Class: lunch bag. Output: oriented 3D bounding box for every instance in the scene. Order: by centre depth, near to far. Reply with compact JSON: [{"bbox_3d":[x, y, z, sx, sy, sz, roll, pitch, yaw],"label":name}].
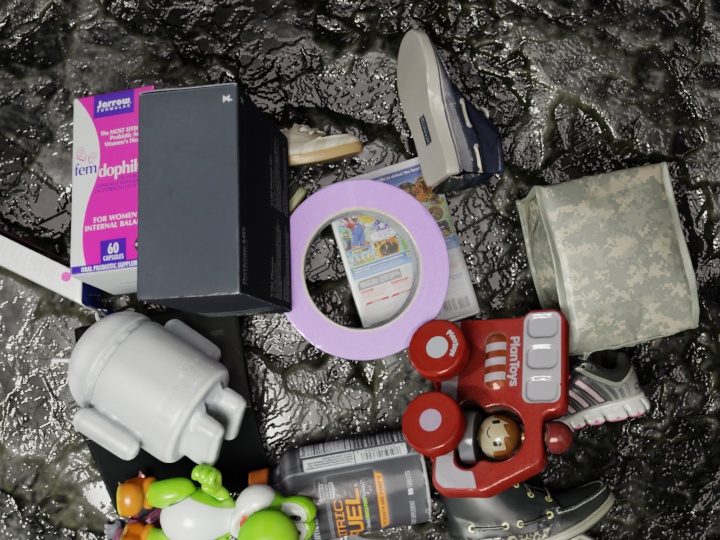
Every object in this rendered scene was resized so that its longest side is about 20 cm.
[{"bbox_3d":[0.287,-0.007,1.008,0.162,0.118,0.202,-11,84,-4],"label":"lunch bag"}]

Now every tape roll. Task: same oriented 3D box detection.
[{"bbox_3d":[0.000,0.000,0.998,0.198,0.066,0.203,0,87,-4],"label":"tape roll"}]

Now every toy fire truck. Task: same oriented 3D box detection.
[{"bbox_3d":[0.143,0.140,0.933,0.166,0.112,0.202,-6,60,23],"label":"toy fire truck"}]

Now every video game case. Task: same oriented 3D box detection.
[{"bbox_3d":[0.048,-0.024,1.043,0.142,0.018,0.202,-17,89,-4],"label":"video game case"}]

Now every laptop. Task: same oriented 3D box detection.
[{"bbox_3d":[-0.212,0.158,1.000,0.185,0.116,0.202,-11,72,-4],"label":"laptop"}]

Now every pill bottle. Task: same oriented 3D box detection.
[{"bbox_3d":[-0.025,0.246,0.982,0.198,0.106,0.108,-9,88,-3],"label":"pill bottle"}]

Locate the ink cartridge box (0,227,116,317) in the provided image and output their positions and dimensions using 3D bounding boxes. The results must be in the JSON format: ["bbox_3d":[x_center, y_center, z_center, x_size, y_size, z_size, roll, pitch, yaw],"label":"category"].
[{"bbox_3d":[-0.357,-0.003,0.978,0.199,0.095,0.037,29,85,-2],"label":"ink cartridge box"}]

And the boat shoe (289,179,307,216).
[{"bbox_3d":[-0.149,-0.041,1.005,0.201,0.072,0.066,-43,95,0],"label":"boat shoe"}]

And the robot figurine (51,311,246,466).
[{"bbox_3d":[-0.215,0.117,0.892,0.199,0.114,0.170,29,41,9],"label":"robot figurine"}]

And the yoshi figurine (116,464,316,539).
[{"bbox_3d":[-0.143,0.257,0.868,0.197,0.113,0.113,0,53,-3],"label":"yoshi figurine"}]

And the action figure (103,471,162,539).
[{"bbox_3d":[-0.215,0.318,0.954,0.133,0.149,0.201,-28,103,2],"label":"action figure"}]

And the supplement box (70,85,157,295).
[{"bbox_3d":[-0.249,-0.086,0.959,0.100,0.103,0.202,-7,75,12],"label":"supplement box"}]

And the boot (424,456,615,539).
[{"bbox_3d":[0.181,0.246,1.012,0.202,0.073,0.155,-23,87,-4],"label":"boot"}]

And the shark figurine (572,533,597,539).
[{"bbox_3d":[0.310,0.402,1.015,0.127,0.089,0.217,-16,79,29],"label":"shark figurine"}]

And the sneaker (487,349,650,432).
[{"bbox_3d":[0.239,0.140,1.021,0.198,0.074,0.089,-10,88,-9],"label":"sneaker"}]

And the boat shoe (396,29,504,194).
[{"bbox_3d":[0.108,-0.189,1.037,0.092,0.075,0.202,-6,80,-28],"label":"boat shoe"}]

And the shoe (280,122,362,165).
[{"bbox_3d":[-0.097,-0.147,1.013,0.197,0.070,0.054,-6,96,-2],"label":"shoe"}]

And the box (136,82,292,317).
[{"bbox_3d":[-0.143,-0.062,0.882,0.103,0.182,0.203,-3,81,9],"label":"box"}]
